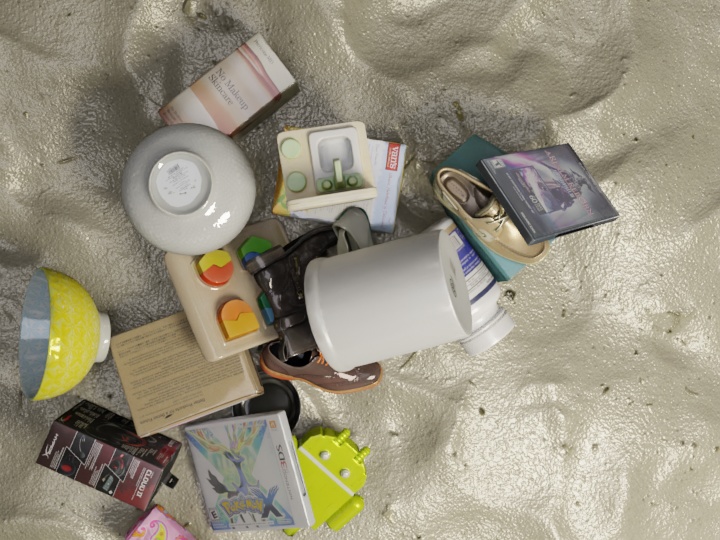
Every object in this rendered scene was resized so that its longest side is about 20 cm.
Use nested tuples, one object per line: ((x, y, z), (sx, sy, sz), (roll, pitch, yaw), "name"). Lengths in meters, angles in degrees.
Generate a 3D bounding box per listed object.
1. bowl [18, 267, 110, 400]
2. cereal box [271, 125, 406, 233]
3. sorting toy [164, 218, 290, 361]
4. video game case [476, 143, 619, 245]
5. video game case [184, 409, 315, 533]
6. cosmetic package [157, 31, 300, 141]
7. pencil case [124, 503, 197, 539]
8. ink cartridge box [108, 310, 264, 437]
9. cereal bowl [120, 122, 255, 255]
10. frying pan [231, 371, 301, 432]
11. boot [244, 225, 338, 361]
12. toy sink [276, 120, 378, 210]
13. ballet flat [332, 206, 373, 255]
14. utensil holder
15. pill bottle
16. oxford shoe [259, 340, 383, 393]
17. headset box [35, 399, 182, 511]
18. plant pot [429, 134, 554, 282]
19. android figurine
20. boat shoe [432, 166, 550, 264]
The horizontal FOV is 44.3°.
((-0.449, 0.099, 1.361), (0.107, 0.200, 0.201), (6, 93, -32), "bowl")
((-0.033, -0.145, 1.412), (0.199, 0.040, 0.145), (9, 93, -2), "cereal box")
((-0.179, 0.024, 1.366), (0.199, 0.036, 0.186), (-20, 81, -28), "sorting toy")
((0.276, -0.116, 1.289), (0.199, 0.019, 0.143), (-15, 66, -36), "video game case")
((-0.177, 0.320, 1.389), (0.199, 0.022, 0.183), (-13, 93, 32), "video game case")
((-0.203, -0.265, 1.379), (0.200, 0.087, 0.103), (-39, 92, 1), "cosmetic package")
((-0.282, 0.465, 1.413), (0.200, 0.087, 0.087), (42, 91, -4), "pencil case")
((-0.272, 0.150, 1.389), (0.199, 0.075, 0.166), (-20, 82, 0), "ink cartridge box")
((-0.256, -0.121, 1.295), (0.199, 0.083, 0.201), (0, 90, -1), "cereal bowl")
((-0.186, 0.211, 1.428), (0.189, 0.031, 0.116), (15, 87, 9), "frying pan")
((-0.077, 0.035, 1.369), (0.200, 0.069, 0.175), (-27, 90, -34), "boot")
((-0.050, -0.151, 1.291), (0.130, 0.200, 0.113), (-9, 94, 0), "toy sink")
((0.000, 0.000, 1.388), (0.069, 0.069, 0.201), (-18, 108, 0), "ballet flat")
((0.043, 0.042, 1.264), (0.199, 0.170, 0.171), (-14, 93, 17), "utensil holder")
((0.148, 0.028, 1.384), (0.119, 0.120, 0.200), (-36, 93, 1), "pill bottle")
((-0.059, 0.149, 1.396), (0.199, 0.073, 0.072), (7, 67, -8), "oxford shoe")
((-0.374, 0.287, 1.370), (0.199, 0.149, 0.075), (24, 94, -3), "headset box")
((0.208, -0.104, 1.373), (0.141, 0.141, 0.200), (-41, 88, 1), "plant pot")
((-0.072, 0.334, 1.416), (0.200, 0.041, 0.182), (-42, 103, 10), "android figurine")
((0.187, -0.080, 1.274), (0.200, 0.065, 0.072), (40, 90, 8), "boat shoe")
